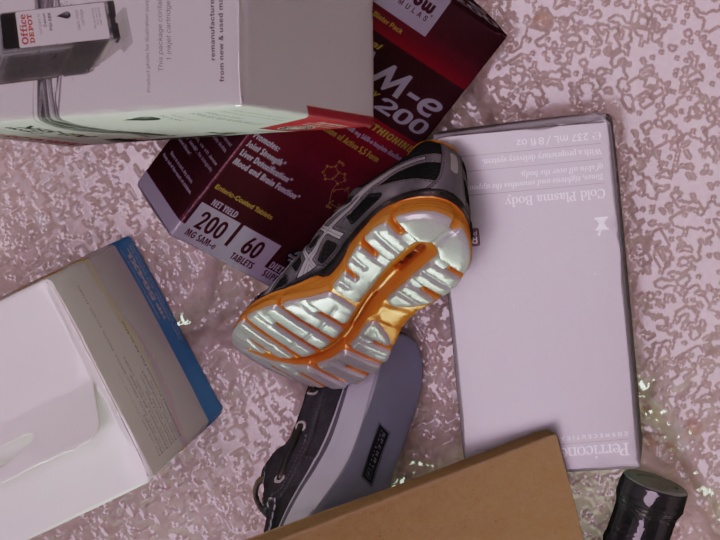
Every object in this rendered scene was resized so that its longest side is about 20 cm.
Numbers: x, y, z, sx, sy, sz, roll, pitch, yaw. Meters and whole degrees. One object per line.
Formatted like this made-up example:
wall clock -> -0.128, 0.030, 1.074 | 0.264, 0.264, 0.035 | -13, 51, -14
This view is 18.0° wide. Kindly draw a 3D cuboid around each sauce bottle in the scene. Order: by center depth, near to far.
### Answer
sauce bottle -> 0.142, 0.216, 1.338 | 0.064, 0.065, 0.201 | 18, 98, 6

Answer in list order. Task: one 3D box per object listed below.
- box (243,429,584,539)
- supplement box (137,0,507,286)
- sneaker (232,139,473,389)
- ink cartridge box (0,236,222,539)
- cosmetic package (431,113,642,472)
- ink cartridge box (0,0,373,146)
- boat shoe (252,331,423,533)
box -> 0.036, 0.194, 1.255 | 0.199, 0.021, 0.165 | -19, 105, -14
supplement box -> -0.022, -0.091, 1.297 | 0.109, 0.061, 0.200 | 28, 105, -40
sneaker -> 0.000, 0.000, 1.273 | 0.078, 0.078, 0.200 | 32, 136, -23
ink cartridge box -> -0.181, 0.073, 1.300 | 0.128, 0.200, 0.126 | -27, 93, 11
cosmetic package -> 0.103, 0.014, 1.306 | 0.106, 0.090, 0.202 | -7, 93, 7
ink cartridge box -> -0.112, -0.114, 1.196 | 0.199, 0.147, 0.084 | -2, 88, 28
boat shoe -> -0.027, 0.119, 1.310 | 0.066, 0.070, 0.201 | 1, 58, 34
